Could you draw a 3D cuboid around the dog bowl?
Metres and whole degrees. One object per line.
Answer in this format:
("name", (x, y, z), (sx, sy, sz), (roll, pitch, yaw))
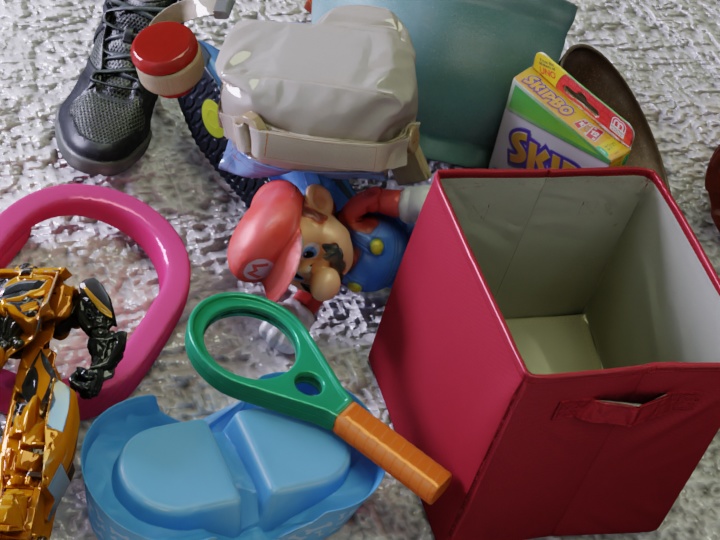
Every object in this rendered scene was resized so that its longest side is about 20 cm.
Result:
("dog bowl", (-0.080, 0.128, 1.028), (0.198, 0.050, 0.112), (-9, 50, -27))

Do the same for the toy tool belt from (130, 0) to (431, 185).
("toy tool belt", (-0.052, -0.106, 1.129), (0.198, 0.123, 0.126), (5, 52, 12))

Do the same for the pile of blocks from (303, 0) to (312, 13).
("pile of blocks", (-0.003, -0.191, 1.357), (0.062, 0.082, 0.201), (-4, 48, -25))

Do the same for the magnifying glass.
("magnifying glass", (-0.028, 0.081, 1.047), (0.199, 0.023, 0.080), (34, 43, 17))

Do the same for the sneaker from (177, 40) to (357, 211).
("sneaker", (-0.064, -0.094, 1.228), (0.078, 0.066, 0.201), (-30, 78, -34))

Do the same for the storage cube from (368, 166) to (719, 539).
("storage cube", (0.125, 0.056, 1.083), (0.169, 0.181, 0.201), (-2, 46, -22))

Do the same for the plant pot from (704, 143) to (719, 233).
("plant pot", (0.392, -0.098, 1.345), (0.200, 0.202, 0.195), (37, 53, 18))

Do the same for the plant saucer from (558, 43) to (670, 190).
("plant saucer", (0.188, -0.075, 1.281), (0.200, 0.036, 0.202), (36, 45, -46))

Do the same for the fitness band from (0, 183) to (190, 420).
("fitness band", (-0.195, 0.018, 1.106), (0.143, 0.038, 0.201), (24, 44, 3))

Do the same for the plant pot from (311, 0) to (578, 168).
("plant pot", (0.050, -0.151, 1.225), (0.198, 0.135, 0.200), (12, 5, -1))

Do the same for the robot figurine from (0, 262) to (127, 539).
("robot figurine", (-0.219, 0.076, 0.982), (0.144, 0.058, 0.201), (-1, 56, 9))

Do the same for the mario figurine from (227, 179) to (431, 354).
("mario figurine", (0.000, 0.000, 1.134), (0.199, 0.125, 0.106), (4, 2, -36))

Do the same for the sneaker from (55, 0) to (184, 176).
("sneaker", (-0.179, -0.164, 1.240), (0.076, 0.115, 0.200), (15, 44, 2))

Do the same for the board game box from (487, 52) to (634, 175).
("board game box", (0.134, -0.057, 1.185), (0.030, 0.201, 0.095), (-31, 62, -32))
